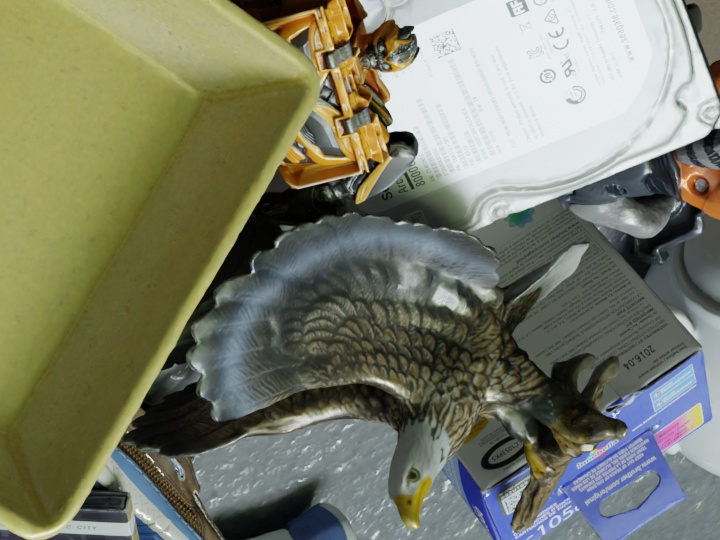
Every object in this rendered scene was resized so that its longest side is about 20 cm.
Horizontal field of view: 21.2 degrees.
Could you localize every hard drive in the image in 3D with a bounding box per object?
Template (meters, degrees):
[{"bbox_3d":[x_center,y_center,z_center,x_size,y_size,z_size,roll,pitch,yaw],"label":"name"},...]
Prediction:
[{"bbox_3d":[0.042,-0.083,0.819,0.199,0.038,0.140,-21,126,10],"label":"hard drive"}]

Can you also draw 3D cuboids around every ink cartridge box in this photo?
[{"bbox_3d":[0.089,0.050,1.000,0.136,0.200,0.076,-32,142,-7],"label":"ink cartridge box"}]

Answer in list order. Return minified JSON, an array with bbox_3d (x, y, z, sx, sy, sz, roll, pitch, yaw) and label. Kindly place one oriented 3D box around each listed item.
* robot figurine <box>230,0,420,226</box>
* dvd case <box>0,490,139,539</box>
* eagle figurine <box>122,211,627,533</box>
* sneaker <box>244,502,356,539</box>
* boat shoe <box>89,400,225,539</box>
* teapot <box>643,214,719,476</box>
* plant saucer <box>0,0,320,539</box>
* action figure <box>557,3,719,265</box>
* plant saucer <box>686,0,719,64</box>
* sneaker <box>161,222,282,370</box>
[{"bbox_3d":[-0.074,-0.068,0.763,0.199,0.058,0.146,-9,120,15],"label":"robot figurine"},{"bbox_3d":[-0.180,0.174,0.997,0.148,0.016,0.201,3,138,5],"label":"dvd case"},{"bbox_3d":[0.013,0.045,0.844,0.199,0.151,0.152,19,107,-8],"label":"eagle figurine"},{"bbox_3d":[-0.080,0.229,1.156,0.115,0.081,0.200,-4,124,-31],"label":"sneaker"},{"bbox_3d":[-0.115,0.101,0.982,0.200,0.072,0.073,57,42,-47],"label":"boat shoe"},{"bbox_3d":[0.240,0.019,1.112,0.196,0.201,0.146,-1,136,18],"label":"teapot"},{"bbox_3d":[-0.144,-0.039,0.672,0.200,0.048,0.201,34,81,-21],"label":"plant saucer"},{"bbox_3d":[0.142,-0.090,0.917,0.104,0.193,0.201,-24,106,-45],"label":"action figure"},{"bbox_3d":[0.205,-0.124,1.055,0.199,0.032,0.201,-22,140,-19],"label":"plant saucer"},{"bbox_3d":[-0.125,0.007,0.888,0.199,0.073,0.082,-25,139,-18],"label":"sneaker"}]
